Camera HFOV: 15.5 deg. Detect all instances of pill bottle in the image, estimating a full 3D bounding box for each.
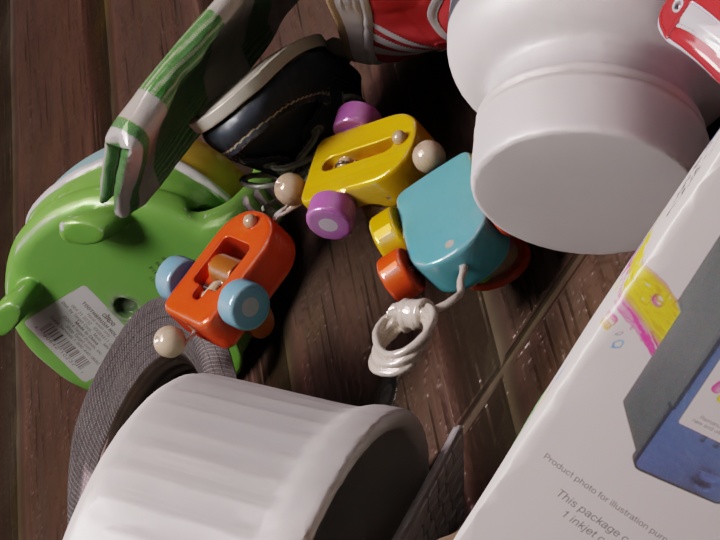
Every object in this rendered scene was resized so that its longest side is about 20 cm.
[{"bbox_3d":[0.095,-0.114,1.052,0.120,0.119,0.201,-40,36,52],"label":"pill bottle"}]

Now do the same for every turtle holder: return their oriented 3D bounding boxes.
[{"bbox_3d":[-0.110,-0.021,1.441,0.132,0.140,0.186,-70,3,-51],"label":"turtle holder"}]

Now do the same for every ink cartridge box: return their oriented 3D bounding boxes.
[{"bbox_3d":[0.125,0.015,0.846,0.200,0.087,0.145,-57,-3,26],"label":"ink cartridge box"}]

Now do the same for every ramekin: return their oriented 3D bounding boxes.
[{"bbox_3d":[-0.053,0.138,1.059,0.200,0.097,0.201,16,-90,-73],"label":"ramekin"}]

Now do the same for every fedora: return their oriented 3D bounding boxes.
[{"bbox_3d":[-0.070,0.117,1.285,0.177,0.090,0.200,-60,30,27],"label":"fedora"}]

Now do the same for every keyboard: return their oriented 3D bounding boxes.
[{"bbox_3d":[0.003,0.147,1.057,0.056,0.011,0.200,94,-160,-44],"label":"keyboard"}]

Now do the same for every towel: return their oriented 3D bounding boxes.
[{"bbox_3d":[-0.056,-0.118,1.286,0.200,0.023,0.153,-50,-3,-13],"label":"towel"}]

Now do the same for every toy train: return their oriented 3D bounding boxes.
[{"bbox_3d":[0.000,0.000,1.190,0.200,0.056,0.150,14,64,51],"label":"toy train"}]

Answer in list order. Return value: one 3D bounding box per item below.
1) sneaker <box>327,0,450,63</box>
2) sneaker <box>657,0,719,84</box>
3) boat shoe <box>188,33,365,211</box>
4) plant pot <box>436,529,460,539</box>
[{"bbox_3d":[0.050,-0.131,1.254,0.200,0.112,0.072,28,-107,-82],"label":"sneaker"},{"bbox_3d":[0.162,-0.140,0.982,0.112,0.071,0.201,-45,34,41],"label":"sneaker"},{"bbox_3d":[-0.033,-0.073,1.301,0.075,0.062,0.200,-31,0,8],"label":"boat shoe"},{"bbox_3d":[0.033,0.169,0.918,0.200,0.093,0.202,-26,51,36],"label":"plant pot"}]
